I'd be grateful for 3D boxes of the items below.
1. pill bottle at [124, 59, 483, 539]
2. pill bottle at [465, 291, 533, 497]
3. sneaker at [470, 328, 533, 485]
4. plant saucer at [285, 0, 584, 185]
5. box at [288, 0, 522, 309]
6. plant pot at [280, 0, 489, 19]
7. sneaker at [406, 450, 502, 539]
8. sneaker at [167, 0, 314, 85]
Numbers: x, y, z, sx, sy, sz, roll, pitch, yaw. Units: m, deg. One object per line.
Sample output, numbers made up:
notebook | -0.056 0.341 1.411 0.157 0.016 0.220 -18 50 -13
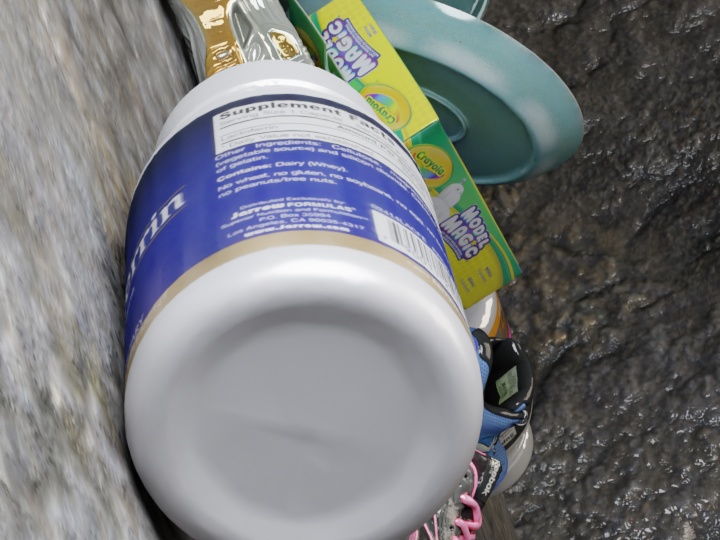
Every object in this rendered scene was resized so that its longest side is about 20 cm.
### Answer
pill bottle | -0.025 0.005 0.776 0.200 0.115 0.116 -101 171 -63
pill bottle | 0.063 0.080 1.631 0.200 0.116 0.117 66 6 -51
sneaker | 0.074 0.094 1.422 0.200 0.089 0.079 60 13 -63
plant saucer | 0.040 -0.106 1.363 0.200 0.199 0.028 64 44 -60
box | 0.024 -0.075 1.272 0.118 0.048 0.200 59 4 35
plant pot | -0.018 -0.279 1.800 0.196 0.200 0.201 56 13 -45
sneaker | 0.032 0.130 1.144 0.079 0.095 0.201 65 8 -69
sneaker | -0.079 -0.150 1.220 0.088 0.075 0.201 143 -68 -79
